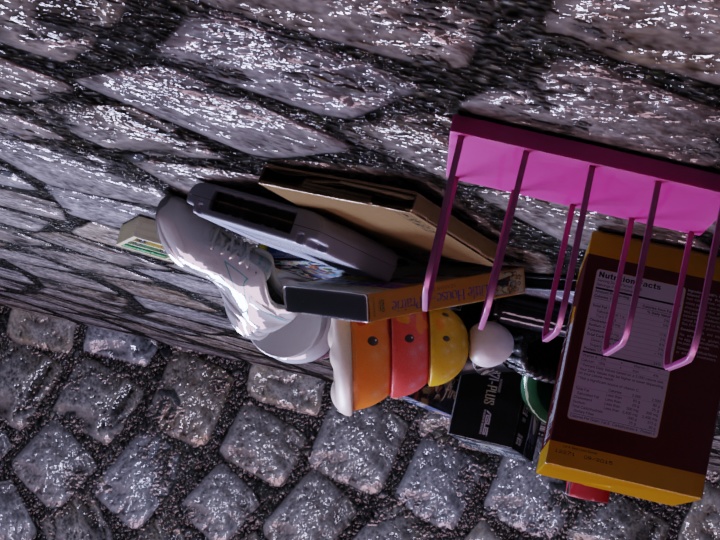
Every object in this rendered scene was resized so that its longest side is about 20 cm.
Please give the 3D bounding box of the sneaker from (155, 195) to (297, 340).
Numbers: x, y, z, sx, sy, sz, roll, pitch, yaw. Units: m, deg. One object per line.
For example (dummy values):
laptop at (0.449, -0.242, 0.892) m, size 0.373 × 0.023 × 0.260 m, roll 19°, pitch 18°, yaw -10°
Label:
sneaker at (-0.139, -0.013, 1.619) m, size 0.080 × 0.071 × 0.200 m, roll -22°, pitch 121°, yaw 37°

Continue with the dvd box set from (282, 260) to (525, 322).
dvd box set at (0.043, 0.019, 1.490) m, size 0.198 × 0.030 × 0.146 m, roll -9°, pitch -172°, yaw -36°

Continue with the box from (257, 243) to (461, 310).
box at (0.000, 0.000, 1.664) m, size 0.199 × 0.040 × 0.136 m, roll 19°, pitch 171°, yaw -31°

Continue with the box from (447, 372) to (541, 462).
box at (0.183, 0.146, 1.895) m, size 0.085 × 0.166 × 0.200 m, roll 11°, pitch 171°, yaw 16°

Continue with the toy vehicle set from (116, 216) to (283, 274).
toy vehicle set at (-0.199, -0.022, 1.881) m, size 0.198 × 0.027 × 0.124 m, roll 17°, pitch 171°, yaw -17°

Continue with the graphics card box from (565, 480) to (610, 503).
graphics card box at (0.262, 0.144, 1.604) m, size 0.050 × 0.127 × 0.200 m, roll 11°, pitch -157°, yaw 9°

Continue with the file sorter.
file sorter at (0.147, -0.013, 1.064) m, size 0.198 × 0.127 × 0.139 m, roll 13°, pitch 172°, yaw 4°

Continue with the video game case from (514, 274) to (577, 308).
video game case at (0.239, 0.033, 1.568) m, size 0.142 × 0.019 × 0.199 m, roll 21°, pitch 168°, yaw -41°

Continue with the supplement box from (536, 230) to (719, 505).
supplement box at (0.242, 0.092, 1.324) m, size 0.131 × 0.202 × 0.197 m, roll 12°, pitch 171°, yaw 7°

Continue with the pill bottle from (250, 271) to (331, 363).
pill bottle at (-0.068, 0.054, 1.782) m, size 0.108 × 0.111 × 0.200 m, roll 12°, pitch -178°, yaw 11°

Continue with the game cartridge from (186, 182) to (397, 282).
game cartridge at (-0.063, -0.037, 1.467) m, size 0.199 × 0.042 × 0.133 m, roll 17°, pitch 179°, yaw 43°

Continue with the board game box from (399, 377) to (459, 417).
board game box at (0.091, 0.101, 1.845) m, size 0.034 × 0.137 × 0.200 m, roll 9°, pitch 171°, yaw 27°

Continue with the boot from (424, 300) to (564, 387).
boot at (0.132, 0.093, 1.670) m, size 0.210 × 0.080 × 0.157 m, roll -22°, pitch -155°, yaw -28°

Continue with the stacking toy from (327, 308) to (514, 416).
stacking toy at (0.064, 0.076, 1.596) m, size 0.198 × 0.148 × 0.146 m, roll -3°, pitch 172°, yaw -2°

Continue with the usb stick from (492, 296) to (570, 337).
usb stick at (0.239, 0.060, 1.579) m, size 0.198 × 0.033 × 0.055 m, roll 12°, pitch -179°, yaw 10°

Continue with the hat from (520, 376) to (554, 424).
hat at (0.269, 0.086, 1.838) m, size 0.164 × 0.177 × 0.201 m, roll 5°, pitch 129°, yaw -5°

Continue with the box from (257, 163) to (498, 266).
box at (0.022, -0.048, 1.367) m, size 0.162 × 0.021 × 0.200 m, roll 12°, pitch 173°, yaw 30°
